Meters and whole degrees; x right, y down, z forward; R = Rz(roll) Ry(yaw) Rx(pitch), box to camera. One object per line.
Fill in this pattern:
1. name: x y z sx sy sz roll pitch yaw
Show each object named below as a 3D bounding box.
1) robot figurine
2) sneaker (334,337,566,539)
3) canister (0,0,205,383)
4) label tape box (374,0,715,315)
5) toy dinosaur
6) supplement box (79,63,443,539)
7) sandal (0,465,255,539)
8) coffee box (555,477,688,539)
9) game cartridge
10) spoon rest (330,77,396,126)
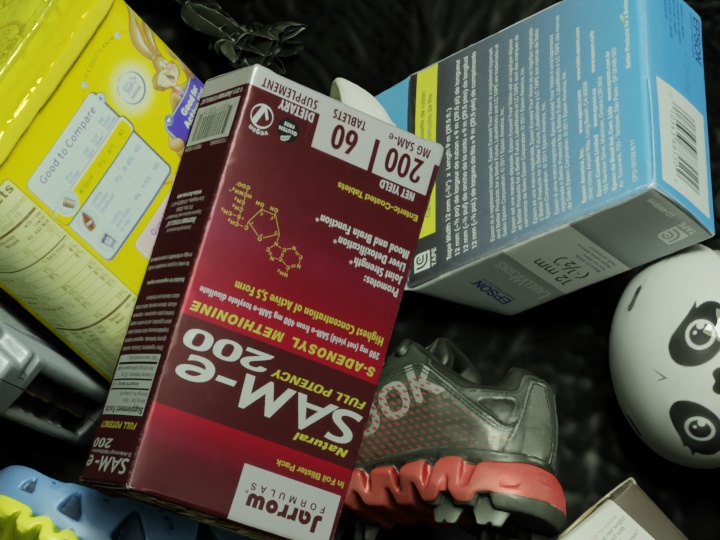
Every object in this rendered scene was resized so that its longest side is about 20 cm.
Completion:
1. robot figurine: 0.232 0.041 1.055 0.200 0.125 0.150 -4 56 -14
2. sneaker: 0.012 0.082 0.981 0.200 0.071 0.098 -1 66 30
3. canister: -0.121 -0.038 0.957 0.200 0.086 0.149 46 64 -32
4. label tape box: 0.091 -0.058 1.083 0.066 0.200 0.144 30 49 -38
5. toy dinosaur: -0.093 -0.180 1.136 0.136 0.102 0.200 36 60 16
6. supplement box: -0.044 0.019 0.919 0.109 0.061 0.200 21 78 -26
7. sandal: -0.089 0.144 0.968 0.200 0.080 0.087 28 56 -5
8. coffee box: 0.155 0.214 0.951 0.080 0.113 0.200 -34 73 -26
9. game cartridge: -0.189 0.023 0.948 0.133 0.200 0.042 36 85 12
10. spoon rest: 0.000 0.000 1.031 0.060 0.099 0.200 -10 93 -7
